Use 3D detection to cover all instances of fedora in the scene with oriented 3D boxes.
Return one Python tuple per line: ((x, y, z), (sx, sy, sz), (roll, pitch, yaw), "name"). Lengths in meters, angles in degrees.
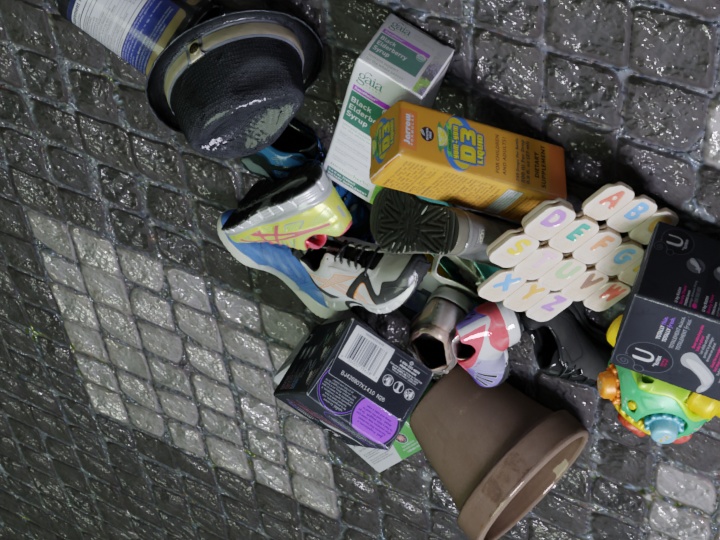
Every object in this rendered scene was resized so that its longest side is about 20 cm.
((-0.126, -0.183, 1.549), (0.198, 0.092, 0.201), (-12, 147, -7), "fedora")

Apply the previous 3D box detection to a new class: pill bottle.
((-0.262, -0.301, 1.595), (0.199, 0.112, 0.112), (35, 146, 1), "pill bottle")

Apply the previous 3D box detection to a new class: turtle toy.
((0.327, 0.131, 1.577), (0.145, 0.102, 0.200), (40, -168, 25), "turtle toy")

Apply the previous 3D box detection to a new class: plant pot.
((0.155, 0.212, 1.802), (0.175, 0.200, 0.201), (43, 149, 18), "plant pot")

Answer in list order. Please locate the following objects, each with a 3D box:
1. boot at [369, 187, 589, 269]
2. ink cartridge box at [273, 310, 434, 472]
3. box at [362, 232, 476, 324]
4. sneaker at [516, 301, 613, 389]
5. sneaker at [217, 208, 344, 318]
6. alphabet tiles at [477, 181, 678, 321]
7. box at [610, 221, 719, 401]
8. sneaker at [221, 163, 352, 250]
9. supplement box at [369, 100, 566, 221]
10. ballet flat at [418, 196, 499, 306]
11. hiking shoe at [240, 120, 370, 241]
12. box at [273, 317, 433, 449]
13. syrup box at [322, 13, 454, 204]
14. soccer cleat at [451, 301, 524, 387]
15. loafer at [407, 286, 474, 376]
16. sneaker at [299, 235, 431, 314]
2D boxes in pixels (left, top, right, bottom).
((0.131, -0.035, 1.551), (0.181, 0.198, 0.073), (26, 107, 51), "boot")
((0.003, 0.159, 1.940), (0.200, 0.084, 0.146), (42, 145, -8), "ink cartridge box")
((0.076, 0.021, 1.751), (0.199, 0.042, 0.119), (30, 146, 4), "box")
((0.243, 0.097, 1.651), (0.200, 0.091, 0.076), (44, 143, -14), "sneaker")
((-0.085, -0.037, 1.794), (0.199, 0.077, 0.112), (39, 137, 14), "sneaker")
((0.222, -0.013, 1.486), (0.199, 0.015, 0.195), (23, 129, -41), "alphabet tiles")
((0.366, 0.053, 1.454), (0.198, 0.107, 0.123), (19, 143, 8), "box")
((-0.083, -0.053, 1.646), (0.090, 0.079, 0.199), (44, 152, -22), "sneaker")
((0.108, -0.107, 1.465), (0.198, 0.067, 0.069), (11, 154, -23), "supplement box")
((0.091, -0.033, 1.645), (0.200, 0.071, 0.067), (43, 146, -10), "ballet flat")
((-0.063, -0.110, 1.682), (0.199, 0.075, 0.087), (39, 147, -5), "hiking shoe")
((-0.012, 0.136, 1.744), (0.122, 0.107, 0.200), (34, 167, -10), "box")
((0.026, -0.165, 1.533), (0.078, 0.082, 0.201), (30, 147, 6), "syrup box")
((0.133, 0.088, 1.650), (0.200, 0.072, 0.069), (97, 152, -68), "soccer cleat")
((0.085, 0.085, 1.715), (0.071, 0.063, 0.200), (27, 155, 7), "loafer")
((0.000, 0.000, 1.646), (0.080, 0.074, 0.199), (49, 150, -22), "sneaker")
